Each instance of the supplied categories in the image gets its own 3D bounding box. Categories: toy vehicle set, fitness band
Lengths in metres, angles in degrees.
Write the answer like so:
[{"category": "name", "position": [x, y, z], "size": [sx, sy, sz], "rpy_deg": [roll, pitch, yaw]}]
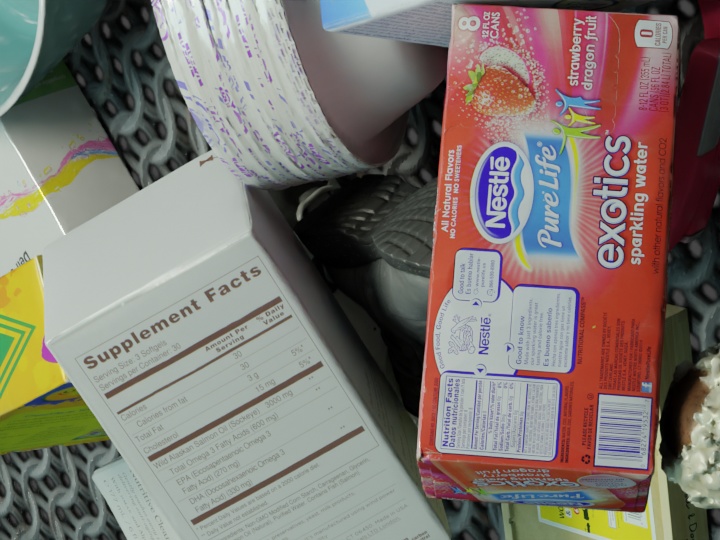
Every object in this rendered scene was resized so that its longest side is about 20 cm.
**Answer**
[{"category": "toy vehicle set", "position": [0.120, 0.106, 1.392], "size": [0.124, 0.026, 0.201], "rpy_deg": [15, 118, 47]}, {"category": "fitness band", "position": [0.108, -0.087, 1.282], "size": [0.143, 0.037, 0.201], "rpy_deg": [31, 125, 28]}]

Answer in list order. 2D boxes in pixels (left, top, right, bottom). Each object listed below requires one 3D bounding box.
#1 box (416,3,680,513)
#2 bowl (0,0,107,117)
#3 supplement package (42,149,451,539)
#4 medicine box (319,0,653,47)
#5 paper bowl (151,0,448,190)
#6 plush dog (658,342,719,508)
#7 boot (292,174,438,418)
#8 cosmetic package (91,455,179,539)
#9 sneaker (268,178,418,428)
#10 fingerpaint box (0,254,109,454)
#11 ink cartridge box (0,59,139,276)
[{"category": "box", "position": [0.081, -0.004, 1.167], "size": [0.096, 0.099, 0.201], "rpy_deg": [78, -164, -75]}, {"category": "bowl", "position": [-0.217, -0.190, 1.583], "size": [0.200, 0.105, 0.202], "rpy_deg": [18, 119, 36]}, {"category": "supplement package", "position": [-0.057, 0.060, 1.357], "size": [0.200, 0.117, 0.117], "rpy_deg": [58, -173, -24]}, {"category": "medicine box", "position": [0.075, -0.205, 1.176], "size": [0.200, 0.103, 0.183], "rpy_deg": [-12, 80, 48]}, {"category": "paper bowl", "position": [-0.020, -0.145, 1.315], "size": [0.104, 0.201, 0.202], "rpy_deg": [-13, 100, 18]}, {"category": "plush dog", "position": [0.247, 0.056, 1.120], "size": [0.161, 0.200, 0.172], "rpy_deg": [47, 165, -31]}, {"category": "boot", "position": [0.054, 0.020, 1.328], "size": [0.132, 0.070, 0.200], "rpy_deg": [58, 165, -17]}, {"category": "cosmetic package", "position": [-0.057, 0.128, 1.575], "size": [0.200, 0.081, 0.113], "rpy_deg": [-28, 90, 54]}, {"category": "sneaker", "position": [0.000, 0.000, 1.458], "size": [0.088, 0.074, 0.201], "rpy_deg": [-14, 107, 46]}, {"category": "fingerpaint box", "position": [-0.141, 0.043, 1.511], "size": [0.167, 0.199, 0.074], "rpy_deg": [-26, 76, 43]}, {"category": "ink cartridge box", "position": [-0.187, -0.025, 1.673], "size": [0.201, 0.067, 0.117], "rpy_deg": [58, 142, 12]}]
